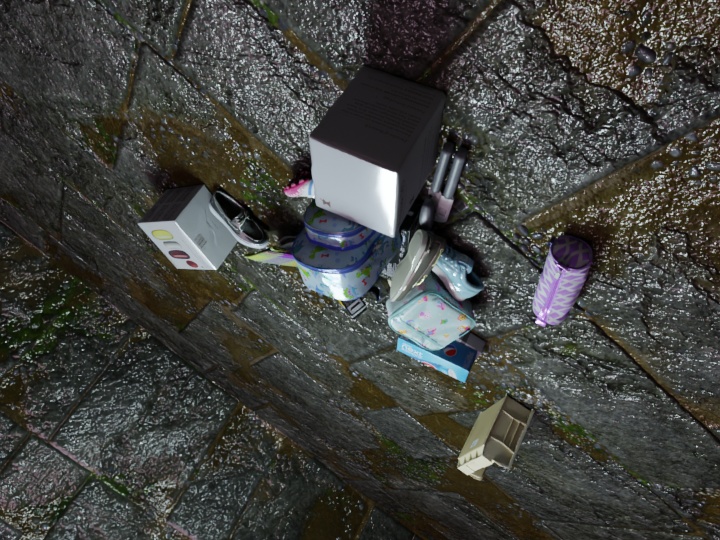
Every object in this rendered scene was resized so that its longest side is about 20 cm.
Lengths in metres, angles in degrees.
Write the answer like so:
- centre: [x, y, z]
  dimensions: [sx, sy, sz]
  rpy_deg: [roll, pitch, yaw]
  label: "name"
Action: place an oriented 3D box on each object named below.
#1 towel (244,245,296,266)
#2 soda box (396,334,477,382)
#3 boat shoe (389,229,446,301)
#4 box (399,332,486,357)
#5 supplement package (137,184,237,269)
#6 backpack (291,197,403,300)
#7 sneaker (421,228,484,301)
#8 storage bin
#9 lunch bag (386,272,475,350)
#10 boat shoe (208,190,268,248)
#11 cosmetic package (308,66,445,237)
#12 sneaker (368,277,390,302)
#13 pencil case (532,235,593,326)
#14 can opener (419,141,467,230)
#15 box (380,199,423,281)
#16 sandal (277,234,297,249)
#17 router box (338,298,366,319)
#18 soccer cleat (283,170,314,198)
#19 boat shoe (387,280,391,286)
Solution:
- centre: [-0.190, -0.035, 1.527]
  dimensions: [0.197, 0.023, 0.142]
  rpy_deg: [8, 169, -37]
  label: "towel"
- centre: [0.195, 0.207, 1.492]
  dimensions: [0.197, 0.065, 0.068]
  rpy_deg: [25, 148, 15]
  label: "soda box"
- centre: [0.114, -0.001, 1.200]
  dimensions: [0.059, 0.073, 0.203]
  rpy_deg: [10, 137, -15]
  label: "boat shoe"
- centre: [0.215, 0.181, 1.539]
  dimensions: [0.198, 0.042, 0.157]
  rpy_deg: [32, 149, 4]
  label: "box"
- centre: [-0.488, -0.120, 1.665]
  dimensions: [0.197, 0.149, 0.193]
  rpy_deg: [1, 138, 40]
  label: "supplement package"
- centre: [-0.034, -0.060, 1.104]
  dimensions: [0.180, 0.202, 0.149]
  rpy_deg: [15, 144, 28]
  label: "backpack"
- centre: [0.200, -0.023, 1.249]
  dimensions: [0.081, 0.075, 0.200]
  rpy_deg: [-22, 124, 33]
  label: "sneaker"
- centre: [0.381, 0.484, 1.657]
  dimensions: [0.093, 0.200, 0.201]
  rpy_deg: [33, 150, 5]
  label: "storage bin"
- centre: [0.162, 0.104, 1.340]
  dimensions: [0.160, 0.078, 0.198]
  rpy_deg: [-38, 128, 25]
  label: "lunch bag"
- centre: [-0.331, -0.136, 1.568]
  dimensions: [0.198, 0.073, 0.071]
  rpy_deg: [37, 154, -3]
  label: "boat shoe"
- centre: [0.030, -0.206, 1.004]
  dimensions: [0.163, 0.202, 0.169]
  rpy_deg: [23, 150, 15]
  label: "cosmetic package"
- centre: [0.000, 0.000, 1.442]
  dimensions: [0.198, 0.082, 0.074]
  rpy_deg: [34, 149, -2]
  label: "sneaker"
- centre: [0.384, 0.023, 1.111]
  dimensions: [0.082, 0.086, 0.202]
  rpy_deg: [22, 148, 21]
  label: "pencil case"
- centre: [0.153, -0.149, 1.101]
  dimensions: [0.052, 0.068, 0.202]
  rpy_deg: [25, 149, 10]
  label: "can opener"
- centre: [0.048, -0.081, 1.276]
  dimensions: [0.161, 0.087, 0.202]
  rpy_deg: [22, 148, 17]
  label: "box"
- centre: [-0.181, -0.072, 1.536]
  dimensions: [0.081, 0.051, 0.201]
  rpy_deg: [2, 173, -33]
  label: "sandal"
- centre: [-0.045, 0.047, 1.461]
  dimensions: [0.150, 0.051, 0.200]
  rpy_deg: [54, 177, 7]
  label: "router box"
- centre: [-0.095, -0.182, 1.282]
  dimensions: [0.198, 0.070, 0.087]
  rpy_deg: [-11, 125, 49]
  label: "soccer cleat"
- centre: [0.139, 0.084, 1.420]
  dimensions: [0.200, 0.065, 0.071]
  rpy_deg: [43, 104, -14]
  label: "boat shoe"
